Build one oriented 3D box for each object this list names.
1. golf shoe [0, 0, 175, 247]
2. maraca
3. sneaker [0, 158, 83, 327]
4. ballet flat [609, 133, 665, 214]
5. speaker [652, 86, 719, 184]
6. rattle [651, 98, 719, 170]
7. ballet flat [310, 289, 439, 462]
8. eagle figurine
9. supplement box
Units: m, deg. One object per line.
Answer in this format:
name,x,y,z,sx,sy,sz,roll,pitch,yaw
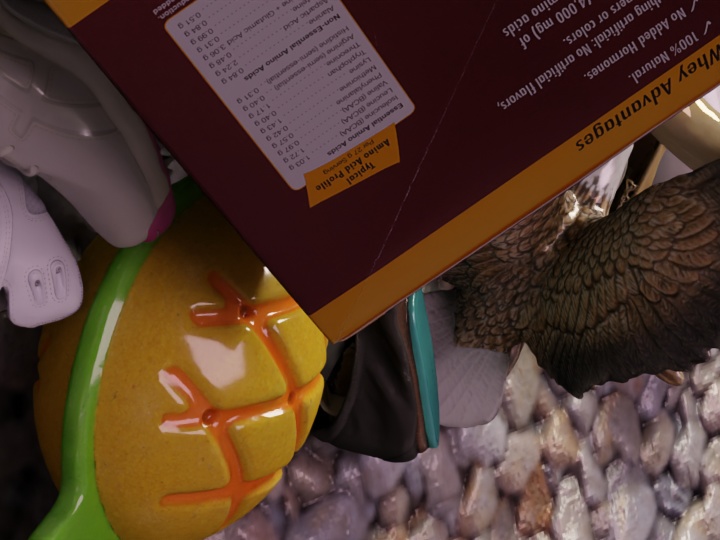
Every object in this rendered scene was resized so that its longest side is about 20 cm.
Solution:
golf shoe,-0.144,-0.072,0.821,0.092,0.075,0.200,-46,117,-17
maraca,-0.077,0.058,0.918,0.137,0.107,0.200,36,70,-57
sneaker,-0.162,0.033,0.848,0.115,0.075,0.200,9,77,-41
ballet flat,0.136,-0.095,1.126,0.063,0.069,0.200,-50,158,-70
speaker,0.168,-0.067,1.204,0.081,0.081,0.200,-30,108,-44
rattle,0.211,-0.080,1.053,0.200,0.130,0.143,39,57,6
ballet flat,0.000,0.000,0.993,0.068,0.068,0.200,-84,174,-58
eagle figurine,0.089,-0.019,1.037,0.151,0.200,0.151,-1,75,-6
supplement box,0.004,-0.121,0.821,0.197,0.133,0.200,-34,133,4
